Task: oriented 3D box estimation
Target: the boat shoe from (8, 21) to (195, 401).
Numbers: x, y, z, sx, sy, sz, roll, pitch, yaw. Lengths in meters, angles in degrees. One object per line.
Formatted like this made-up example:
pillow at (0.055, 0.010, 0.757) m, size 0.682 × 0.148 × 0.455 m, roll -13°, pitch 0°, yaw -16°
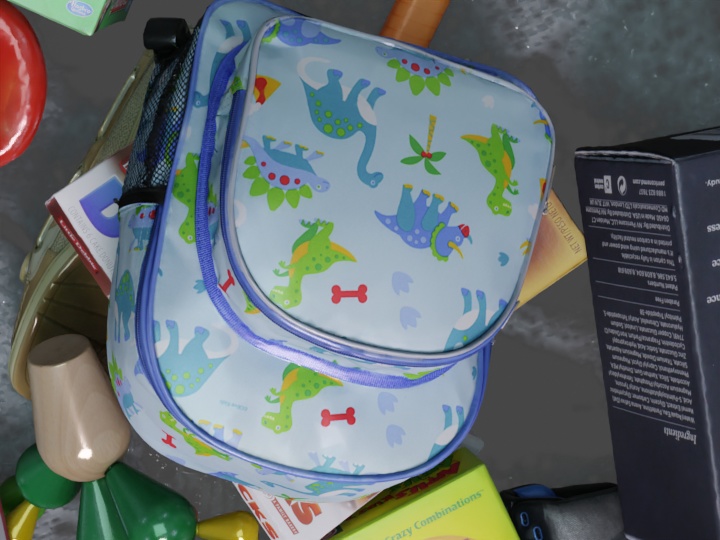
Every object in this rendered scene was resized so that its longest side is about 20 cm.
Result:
boat shoe at (-0.121, -0.027, 1.150) m, size 0.073 × 0.063 × 0.201 m, roll 17°, pitch 107°, yaw -35°

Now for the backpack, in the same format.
backpack at (-0.017, -0.006, 1.001) m, size 0.182 × 0.147 × 0.201 m, roll 16°, pitch 77°, yaw -17°

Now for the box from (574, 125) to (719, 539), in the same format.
box at (0.199, 0.029, 1.104) m, size 0.147 × 0.104 × 0.201 m, roll -10°, pitch 98°, yaw -21°

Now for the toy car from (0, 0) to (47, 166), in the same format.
toy car at (-0.219, -0.075, 1.078) m, size 0.150 × 0.200 × 0.175 m, roll -37°, pitch 101°, yaw -11°

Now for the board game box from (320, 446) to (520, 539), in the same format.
board game box at (0.052, 0.199, 1.107) m, size 0.101 × 0.048 × 0.201 m, roll -26°, pitch 99°, yaw -5°

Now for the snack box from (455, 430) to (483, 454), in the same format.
snack box at (-0.021, 0.152, 1.161) m, size 0.024 × 0.072 × 0.200 m, roll 43°, pitch 98°, yaw 31°

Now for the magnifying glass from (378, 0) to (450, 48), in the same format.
magnifying glass at (0.057, -0.186, 1.132) m, size 0.079 × 0.022 × 0.201 m, roll 22°, pitch 104°, yaw -20°

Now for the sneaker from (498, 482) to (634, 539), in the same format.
sneaker at (0.073, 0.174, 1.173) m, size 0.199 × 0.073 × 0.112 m, roll -26°, pitch 94°, yaw -4°

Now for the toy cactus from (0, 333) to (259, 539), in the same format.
toy cactus at (-0.116, 0.107, 1.109) m, size 0.102 × 0.200 × 0.166 m, roll -25°, pitch 119°, yaw -23°

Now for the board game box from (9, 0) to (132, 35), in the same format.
board game box at (-0.205, -0.167, 1.086) m, size 0.199 × 0.135 × 0.029 m, roll 24°, pitch 98°, yaw -4°

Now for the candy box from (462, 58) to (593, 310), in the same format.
candy box at (0.000, 0.000, 1.128) m, size 0.200 × 0.056 × 0.117 m, roll -35°, pitch 97°, yaw -8°

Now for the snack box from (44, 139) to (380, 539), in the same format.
snack box at (-0.061, 0.031, 1.068) m, size 0.072 × 0.024 × 0.200 m, roll -36°, pitch 94°, yaw -21°

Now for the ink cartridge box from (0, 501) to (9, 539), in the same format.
ink cartridge box at (-0.276, 0.155, 1.133) m, size 0.199 × 0.083 × 0.147 m, roll -8°, pitch 99°, yaw 23°
